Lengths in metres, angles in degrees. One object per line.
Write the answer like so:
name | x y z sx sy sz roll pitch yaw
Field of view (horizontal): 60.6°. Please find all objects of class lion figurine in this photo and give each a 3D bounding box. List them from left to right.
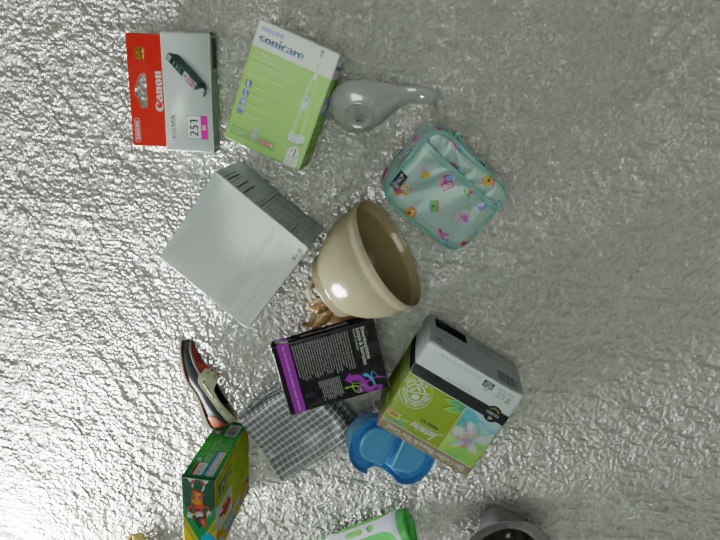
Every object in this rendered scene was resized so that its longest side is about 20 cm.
lion figurine | -0.035 0.095 1.174 0.199 0.073 0.123 37 97 -20

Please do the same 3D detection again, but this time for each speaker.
speaker | 0.017 0.569 1.292 0.197 0.089 0.090 -25 102 13

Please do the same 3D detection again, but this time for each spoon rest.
spoon rest | 0.043 -0.281 1.048 0.195 0.061 0.100 1 138 10

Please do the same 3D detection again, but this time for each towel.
towel | -0.127 0.306 1.231 0.199 0.086 0.167 -37 98 16

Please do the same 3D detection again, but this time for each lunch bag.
lunch bag | 0.142 -0.145 1.047 0.199 0.078 0.161 35 113 -20

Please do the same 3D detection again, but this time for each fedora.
fedora | 0.297 0.551 1.248 0.176 0.091 0.200 -39 105 17

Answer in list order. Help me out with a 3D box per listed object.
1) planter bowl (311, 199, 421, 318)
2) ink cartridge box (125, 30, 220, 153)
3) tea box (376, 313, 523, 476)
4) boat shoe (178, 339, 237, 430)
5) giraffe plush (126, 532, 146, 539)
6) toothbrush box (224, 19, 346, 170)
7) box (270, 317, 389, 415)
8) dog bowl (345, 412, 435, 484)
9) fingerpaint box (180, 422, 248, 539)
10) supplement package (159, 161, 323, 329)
planter bowl | 0.000 0.000 1.075 0.133 0.201 0.202 -29 102 24
ink cartridge box | -0.339 -0.317 1.095 0.169 0.044 0.205 3 107 5
tea box | 0.162 0.229 1.147 0.197 0.134 0.199 29 109 -3
boat shoe | -0.308 0.226 1.238 0.061 0.071 0.204 -16 106 5
giraffe plush | -0.448 0.698 1.363 0.160 0.200 0.175 16 107 -29
toothbrush box | -0.127 -0.297 1.052 0.143 0.086 0.203 22 109 0
box | -0.054 0.174 1.140 0.196 0.036 0.146 -14 110 -3
dog bowl | 0.056 0.343 1.201 0.197 0.049 0.113 24 91 -25
fingerpaint box | -0.285 0.427 1.226 0.072 0.200 0.171 4 108 6
supplement package | -0.207 -0.050 1.102 0.199 0.147 0.192 39 107 -5
